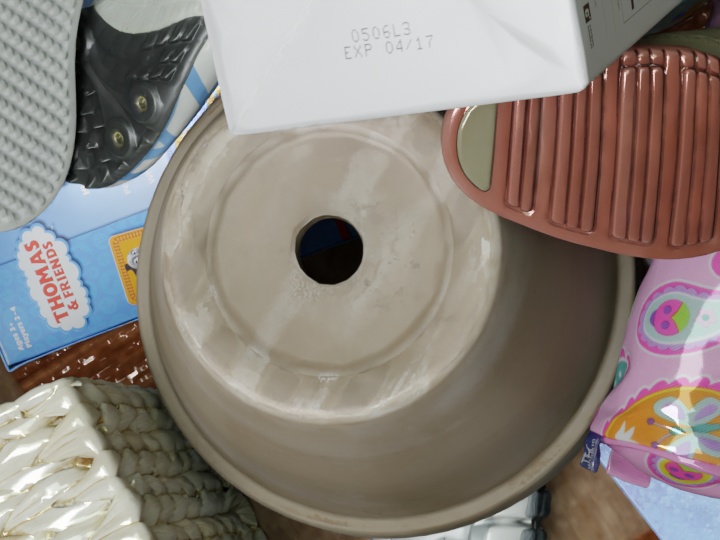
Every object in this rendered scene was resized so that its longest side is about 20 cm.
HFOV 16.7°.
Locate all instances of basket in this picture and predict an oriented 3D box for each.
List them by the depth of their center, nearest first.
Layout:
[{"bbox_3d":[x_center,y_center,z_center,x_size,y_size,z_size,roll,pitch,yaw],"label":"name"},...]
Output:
[{"bbox_3d":[-0.114,0.124,0.961,0.135,0.200,0.124,-29,80,7],"label":"basket"}]

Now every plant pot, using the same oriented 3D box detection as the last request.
[{"bbox_3d":[0.000,0.000,0.896,0.199,0.174,0.201,-1,86,9],"label":"plant pot"}]

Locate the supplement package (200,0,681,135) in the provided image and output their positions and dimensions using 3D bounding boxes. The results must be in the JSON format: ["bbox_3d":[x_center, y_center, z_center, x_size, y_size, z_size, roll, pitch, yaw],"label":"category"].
[{"bbox_3d":[0.036,-0.132,0.797,0.121,0.200,0.120,-6,106,23],"label":"supplement package"}]

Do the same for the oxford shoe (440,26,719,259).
[{"bbox_3d":[0.117,-0.049,0.826,0.199,0.074,0.071,1,113,-16],"label":"oxford shoe"}]

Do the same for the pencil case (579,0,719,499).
[{"bbox_3d":[0.144,-0.013,0.908,0.087,0.087,0.201,16,86,8],"label":"pencil case"}]

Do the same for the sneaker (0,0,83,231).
[{"bbox_3d":[-0.150,-0.116,0.935,0.082,0.074,0.201,34,125,33],"label":"sneaker"}]

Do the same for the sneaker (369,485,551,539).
[{"bbox_3d":[0.016,0.122,1.008,0.115,0.075,0.201,7,81,13],"label":"sneaker"}]

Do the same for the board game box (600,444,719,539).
[{"bbox_3d":[0.224,0.080,0.986,0.199,0.043,0.200,-39,85,6],"label":"board game box"}]

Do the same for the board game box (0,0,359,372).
[{"bbox_3d":[-0.083,-0.063,1.018,0.199,0.037,0.152,-20,102,7],"label":"board game box"}]

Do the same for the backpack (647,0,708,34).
[{"bbox_3d":[0.109,-0.192,0.954,0.176,0.153,0.200,44,103,1],"label":"backpack"}]

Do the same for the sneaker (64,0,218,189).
[{"bbox_3d":[-0.056,-0.108,0.954,0.072,0.072,0.200,51,120,26],"label":"sneaker"}]
